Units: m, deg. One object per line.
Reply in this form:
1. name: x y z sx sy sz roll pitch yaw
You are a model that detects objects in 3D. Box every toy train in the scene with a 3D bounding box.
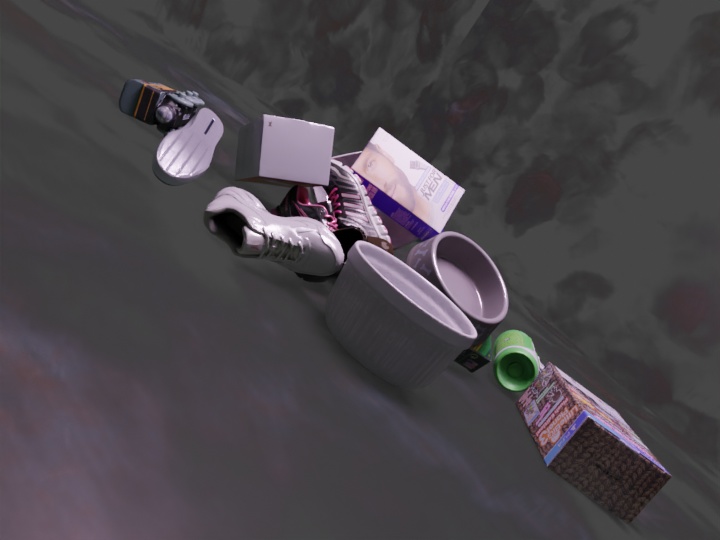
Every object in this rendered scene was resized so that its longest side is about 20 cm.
1. toy train: -0.353 -0.295 1.070 0.112 0.087 0.200 24 14 -11

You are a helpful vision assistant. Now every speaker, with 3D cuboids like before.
1. speaker: 0.297 0.170 1.149 0.088 0.089 0.200 37 12 8

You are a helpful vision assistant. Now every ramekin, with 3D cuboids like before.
1. ramekin: 0.044 0.063 0.784 0.198 0.106 0.200 36 12 -8

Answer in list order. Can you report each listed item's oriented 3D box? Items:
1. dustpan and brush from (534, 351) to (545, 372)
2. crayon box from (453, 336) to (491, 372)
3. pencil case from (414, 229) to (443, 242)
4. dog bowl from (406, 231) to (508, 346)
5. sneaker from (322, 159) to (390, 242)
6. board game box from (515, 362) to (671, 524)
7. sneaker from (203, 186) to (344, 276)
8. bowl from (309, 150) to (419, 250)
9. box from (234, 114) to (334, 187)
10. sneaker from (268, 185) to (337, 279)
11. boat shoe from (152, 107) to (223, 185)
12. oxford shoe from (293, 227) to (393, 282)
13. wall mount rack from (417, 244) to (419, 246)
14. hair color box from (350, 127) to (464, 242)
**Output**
1. dustpan and brush: 0.378 0.210 1.258 0.139 0.057 0.200 37 9 -43
2. crayon box: 0.172 0.063 1.064 0.126 0.051 0.203 31 42 -20
3. pencil case: 0.077 -0.096 1.229 0.195 0.080 0.087 3 10 -15
4. dog bowl: 0.169 0.023 1.008 0.197 0.059 0.203 25 44 -27
5. sneaker: -0.028 -0.098 1.032 0.087 0.074 0.202 -29 86 -31
6. board game box: 0.355 0.262 0.940 0.158 0.098 0.200 35 12 -6
7. sneaker: -0.118 -0.035 0.776 0.196 0.079 0.100 21 23 1
8. bowl: 0.005 -0.116 1.131 0.075 0.196 0.204 127 -55 -64
9. box: -0.139 -0.201 1.041 0.122 0.100 0.199 4 4 -23
10. sneaker: -0.065 -0.066 0.982 0.200 0.096 0.079 42 12 19
11. boat shoe: -0.261 -0.172 0.889 0.072 0.070 0.201 45 29 -18
12. oxford shoe: -0.006 -0.026 0.900 0.198 0.084 0.074 -9 71 -49
13. wall mount rack: 0.053 -0.025 1.242 0.169 0.077 0.200 4 7 10
14. hair color box: 0.081 -0.154 1.094 0.198 0.110 0.065 34 -24 -1
